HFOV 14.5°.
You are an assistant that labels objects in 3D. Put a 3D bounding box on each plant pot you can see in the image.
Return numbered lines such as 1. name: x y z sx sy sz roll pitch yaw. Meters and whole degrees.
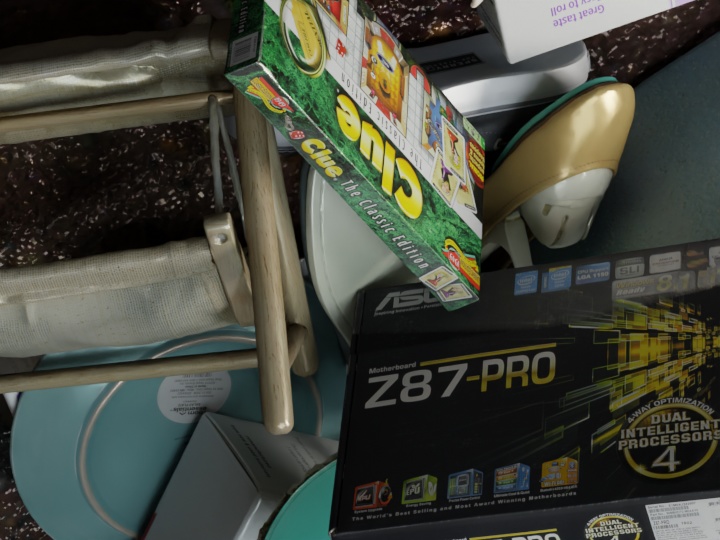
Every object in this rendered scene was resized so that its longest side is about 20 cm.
1. plant pot: 0.196 0.009 1.518 0.200 0.196 0.196 -25 129 11

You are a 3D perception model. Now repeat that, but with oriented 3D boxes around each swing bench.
1. swing bench: -0.135 -0.021 1.369 0.199 0.130 0.200 -6 102 6

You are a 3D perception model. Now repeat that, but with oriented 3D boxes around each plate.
1. plate: -0.087 0.085 1.506 0.200 0.026 0.200 -12 126 -16

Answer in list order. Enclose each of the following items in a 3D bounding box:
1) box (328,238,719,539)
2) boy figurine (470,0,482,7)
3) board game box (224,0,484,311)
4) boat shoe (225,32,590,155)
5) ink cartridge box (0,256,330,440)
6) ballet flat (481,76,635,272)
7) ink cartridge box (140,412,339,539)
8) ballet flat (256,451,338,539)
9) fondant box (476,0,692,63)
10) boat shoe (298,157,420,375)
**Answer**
1. box: 0.091 0.068 1.353 0.200 0.161 0.049 -8 133 16
2. boy figurine: 0.037 -0.180 1.343 0.200 0.064 0.124 -18 119 34
3. board game box: 0.002 -0.076 1.347 0.023 0.105 0.200 -16 139 28
4. boat shoe: 0.024 -0.078 1.469 0.200 0.070 0.066 -13 125 -21
5. ink cartridge box: -0.079 0.086 1.552 0.200 0.043 0.198 -23 128 -6
6. ballet flat: 0.088 -0.026 1.481 0.069 0.063 0.200 -9 156 -40
7. ink cartridge box: -0.016 0.173 1.526 0.200 0.083 0.146 15 111 -33
8. ballet flat: 0.022 0.106 1.430 0.200 0.076 0.064 -42 162 -25
9. fondant box: 0.115 -0.218 1.407 0.144 0.058 0.200 -19 128 -6
10. boat shoe: 0.000 0.000 1.458 0.073 0.062 0.200 -35 133 -17
